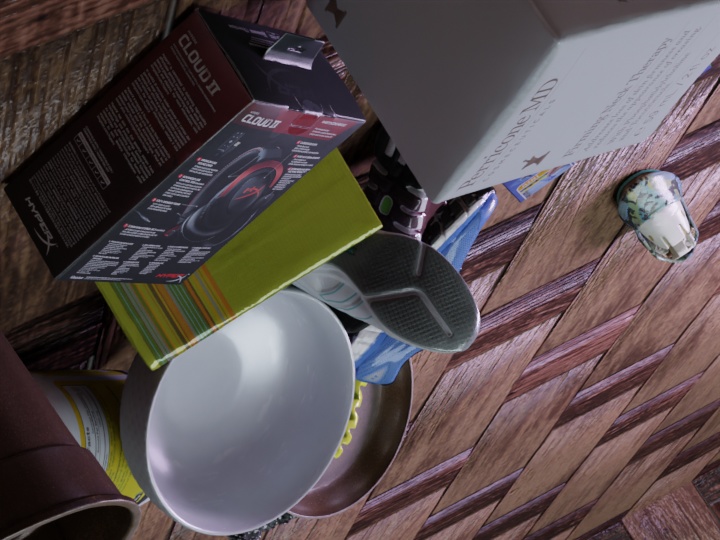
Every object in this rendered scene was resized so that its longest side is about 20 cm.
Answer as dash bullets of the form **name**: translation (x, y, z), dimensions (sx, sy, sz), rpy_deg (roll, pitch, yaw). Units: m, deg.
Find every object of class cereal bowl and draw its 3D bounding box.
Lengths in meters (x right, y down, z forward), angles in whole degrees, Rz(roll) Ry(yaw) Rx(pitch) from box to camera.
- **cereal bowl**: translation (-0.104, 0.096, 1.659), dimensions (0.199, 0.083, 0.202), rpy_deg (-17, 117, -36)

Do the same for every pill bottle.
- **pill bottle**: translation (-0.235, 0.132, 1.647), dimensions (0.112, 0.113, 0.200), rpy_deg (-39, 161, 21)

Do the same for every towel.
- **towel**: translation (-0.089, -0.015, 1.562), dimensions (0.199, 0.086, 0.018), rpy_deg (-32, -172, -5)

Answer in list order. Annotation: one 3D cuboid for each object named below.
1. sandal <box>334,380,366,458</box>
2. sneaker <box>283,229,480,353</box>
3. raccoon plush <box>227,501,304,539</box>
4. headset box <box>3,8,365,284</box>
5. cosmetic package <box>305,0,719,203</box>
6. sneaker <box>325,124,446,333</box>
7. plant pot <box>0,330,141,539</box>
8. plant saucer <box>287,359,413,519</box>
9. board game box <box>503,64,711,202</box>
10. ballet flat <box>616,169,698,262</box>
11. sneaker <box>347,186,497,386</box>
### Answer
- **sandal**: translation (-0.033, 0.081, 1.842), dimensions (0.087, 0.079, 0.201), rpy_deg (41, 67, -38)
- **sneaker**: translation (0.000, 0.000, 1.611), dimensions (0.071, 0.199, 0.080), rpy_deg (-59, 174, -11)
- **raccoon plush**: translation (-0.137, 0.180, 1.907), dimensions (0.097, 0.135, 0.200), rpy_deg (-39, 162, 24)
- **headset box**: translation (-0.102, -0.079, 1.374), dimensions (0.200, 0.075, 0.148), rpy_deg (-40, 162, 22)
- **cosmetic package**: translation (0.109, -0.171, 1.346), dimensions (0.199, 0.167, 0.168), rpy_deg (-17, 157, -38)
- **sneaker**: translation (0.042, -0.043, 1.680), dimensions (0.115, 0.076, 0.201), rpy_deg (-20, 144, -54)
- **plant pot**: translation (-0.274, 0.122, 1.410), dimensions (0.199, 0.199, 0.201), rpy_deg (-29, 162, -10)
- **plant saucer**: translation (-0.033, 0.117, 1.922), dimensions (0.199, 0.032, 0.202), rpy_deg (-14, 110, -41)
- **board game box**: translation (0.189, -0.140, 1.787), dimensions (0.199, 0.035, 0.135), rpy_deg (-35, 162, 7)
- **ballet flat**: translation (0.305, -0.049, 2.182), dimensions (0.074, 0.075, 0.200), rpy_deg (-35, 162, 9)
- **sneaker**: translation (0.050, 0.010, 1.789), dimensions (0.089, 0.079, 0.201), rpy_deg (29, 105, -33)
